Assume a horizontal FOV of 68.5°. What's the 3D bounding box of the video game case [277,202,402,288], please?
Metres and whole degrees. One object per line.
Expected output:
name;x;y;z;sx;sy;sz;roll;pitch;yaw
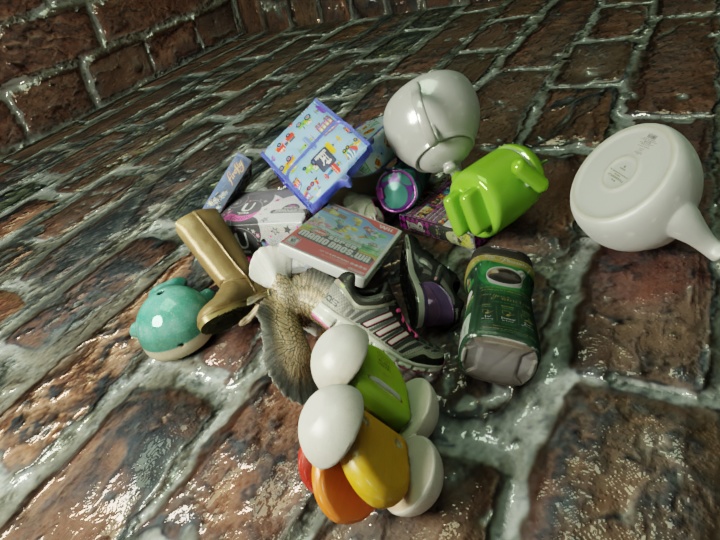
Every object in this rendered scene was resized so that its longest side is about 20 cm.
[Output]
video game case;-0.024;-0.047;0.826;0.139;0.018;0.200;22;29;11

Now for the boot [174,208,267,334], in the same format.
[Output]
boot;-0.251;-0.004;0.883;0.066;0.202;0.174;-44;-12;28

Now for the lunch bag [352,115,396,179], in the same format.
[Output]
lunch bag;0.005;-0.252;1.090;0.157;0.078;0.200;-1;33;44

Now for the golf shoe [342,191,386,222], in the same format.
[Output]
golf shoe;-0.003;-0.092;1.023;0.088;0.077;0.203;1;39;16

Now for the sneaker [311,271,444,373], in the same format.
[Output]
sneaker;0.036;0.066;0.701;0.090;0.195;0.074;-63;9;0

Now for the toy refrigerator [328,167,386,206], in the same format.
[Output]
toy refrigerator;-0.035;-0.167;1.134;0.195;0.078;0.070;-29;36;-17

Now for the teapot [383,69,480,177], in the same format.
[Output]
teapot;0.138;-0.246;0.953;0.193;0.198;0.151;-9;71;-25

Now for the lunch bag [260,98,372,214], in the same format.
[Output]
lunch bag;-0.068;-0.192;0.948;0.150;0.094;0.200;-43;47;-2

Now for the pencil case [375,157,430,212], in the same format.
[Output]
pencil case;0.093;-0.192;1.080;0.089;0.088;0.201;6;27;17

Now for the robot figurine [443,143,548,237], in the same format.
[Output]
robot figurine;0.229;-0.135;0.891;0.197;0.119;0.174;-33;14;-25

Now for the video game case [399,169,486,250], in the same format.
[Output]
video game case;0.201;-0.126;1.020;0.178;0.037;0.199;20;49;40

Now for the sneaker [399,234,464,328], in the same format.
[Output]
sneaker;0.112;0.017;0.845;0.084;0.078;0.203;0;38;-5

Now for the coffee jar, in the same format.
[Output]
coffee jar;0.190;0.053;0.728;0.100;0.088;0.203;10;40;8

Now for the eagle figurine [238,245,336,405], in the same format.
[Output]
eagle figurine;-0.083;0.070;0.773;0.147;0.156;0.200;7;23;-37

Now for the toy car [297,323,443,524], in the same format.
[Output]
toy car;-0.005;0.181;0.597;0.149;0.173;0.203;-41;24;28

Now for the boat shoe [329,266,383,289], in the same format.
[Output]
boat shoe;0.000;0.000;0.895;0.067;0.085;0.204;-5;46;44

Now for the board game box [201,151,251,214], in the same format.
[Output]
board game box;-0.285;-0.129;1.074;0.204;0.034;0.135;-61;8;-11

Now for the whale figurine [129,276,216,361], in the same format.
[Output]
whale figurine;-0.325;0.060;0.905;0.155;0.107;0.201;-24;36;-13

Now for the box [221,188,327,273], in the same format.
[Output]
box;-0.166;-0.077;1.024;0.192;0.118;0.134;-2;36;20

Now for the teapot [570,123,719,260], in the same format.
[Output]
teapot;0.429;-0.108;0.807;0.195;0.144;0.206;-19;46;52
